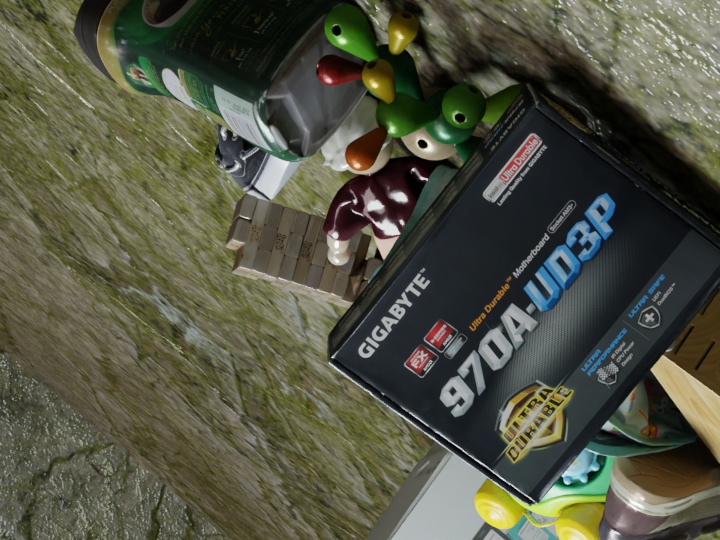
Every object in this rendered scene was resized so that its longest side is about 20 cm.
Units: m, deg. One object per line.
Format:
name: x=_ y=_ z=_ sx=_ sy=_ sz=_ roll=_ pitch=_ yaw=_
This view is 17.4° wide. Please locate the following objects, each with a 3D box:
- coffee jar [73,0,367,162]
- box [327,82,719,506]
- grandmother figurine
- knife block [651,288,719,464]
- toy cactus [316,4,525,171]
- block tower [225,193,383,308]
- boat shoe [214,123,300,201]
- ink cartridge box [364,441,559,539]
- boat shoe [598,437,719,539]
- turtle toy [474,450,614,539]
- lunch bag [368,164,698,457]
coffee jar: x=-0.092 y=-0.148 z=1.524 sx=0.199 sy=0.104 sz=0.085 roll=26 pitch=159 yaw=39
box: x=0.101 y=0.016 z=1.381 sx=0.159 sy=0.200 sz=0.046 roll=36 pitch=-166 yaw=-13
grandmother figurine: x=0.028 y=-0.037 z=1.627 sx=0.201 sy=0.121 sz=0.061 roll=60 pitch=-170 yaw=-30
knife block: x=0.254 y=0.093 z=1.526 sx=0.199 sy=0.064 sz=0.176 roll=36 pitch=164 yaw=4
toy cactus: x=0.051 y=-0.083 z=1.446 sx=0.199 sy=0.103 sz=0.165 roll=29 pitch=176 yaw=-7
block tower: x=0.000 y=0.000 z=1.719 sx=0.198 sy=0.054 sz=0.058 roll=17 pitch=174 yaw=-8
boat shoe: x=-0.072 y=-0.097 z=1.709 sx=0.068 sy=0.072 sz=0.200 roll=37 pitch=172 yaw=-4
ink cartridge box: x=0.123 y=0.262 z=2.164 sx=0.200 sy=0.146 sz=0.147 roll=38 pitch=165 yaw=-3
boat shoe: x=0.221 y=0.149 z=1.597 sx=0.072 sy=0.065 sz=0.199 roll=41 pitch=-155 yaw=24
turtle toy: x=0.133 y=0.109 z=1.691 sx=0.199 sy=0.146 sz=0.101 roll=13 pitch=141 yaw=39
lunch bag: x=0.128 y=0.038 z=1.547 sx=0.170 sy=0.122 sz=0.200 roll=23 pitch=165 yaw=41
